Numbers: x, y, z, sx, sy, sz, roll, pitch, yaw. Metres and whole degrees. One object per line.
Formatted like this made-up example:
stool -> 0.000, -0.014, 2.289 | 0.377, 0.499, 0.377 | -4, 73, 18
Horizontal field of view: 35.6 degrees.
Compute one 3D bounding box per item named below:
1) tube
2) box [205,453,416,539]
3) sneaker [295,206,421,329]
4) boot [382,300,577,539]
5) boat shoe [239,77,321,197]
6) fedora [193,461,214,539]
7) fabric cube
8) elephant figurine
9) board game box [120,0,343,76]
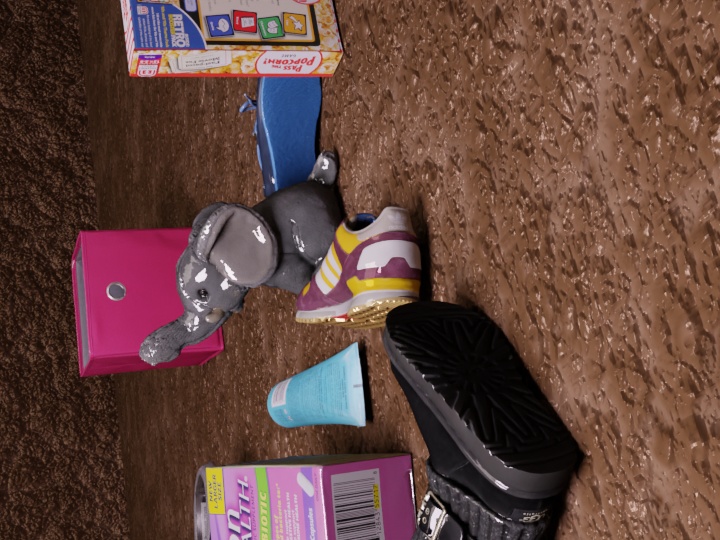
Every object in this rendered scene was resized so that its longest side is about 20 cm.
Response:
tube -> -0.040, 0.125, 1.127 | 0.200, 0.050, 0.078 | 153, 108, -64
box -> -0.044, 0.255, 0.993 | 0.200, 0.097, 0.176 | -14, 79, 54
sneaker -> 0.000, 0.000, 0.961 | 0.200, 0.075, 0.090 | 164, 111, -64
boot -> 0.063, 0.134, 0.770 | 0.211, 0.079, 0.158 | -120, 32, -52
boat shoe -> -0.088, -0.145, 1.156 | 0.069, 0.084, 0.200 | 24, 114, 56
fedora -> -0.165, 0.340, 1.449 | 0.200, 0.090, 0.177 | -120, 33, -65
fabric cube -> -0.333, 0.050, 1.730 | 0.200, 0.199, 0.197 | 145, 121, -68
elephant figurine -> -0.116, -0.012, 1.082 | 0.142, 0.200, 0.155 | 112, 149, -52
board game box -> -0.128, -0.262, 1.077 | 0.046, 0.200, 0.152 | 125, 138, -62
